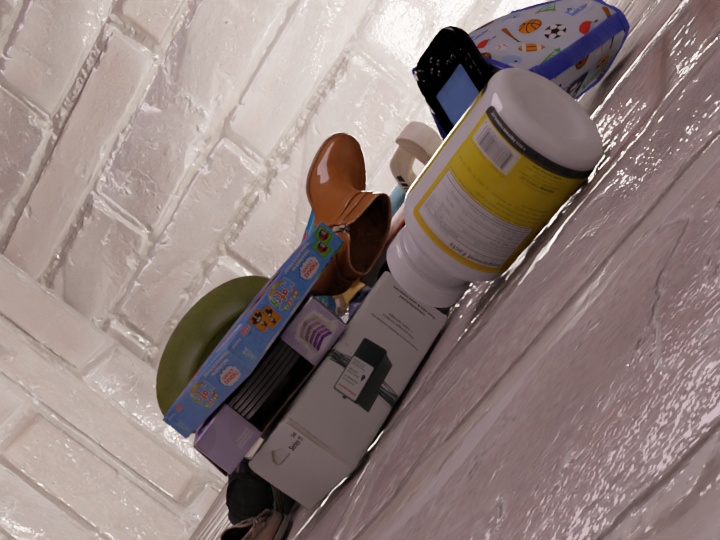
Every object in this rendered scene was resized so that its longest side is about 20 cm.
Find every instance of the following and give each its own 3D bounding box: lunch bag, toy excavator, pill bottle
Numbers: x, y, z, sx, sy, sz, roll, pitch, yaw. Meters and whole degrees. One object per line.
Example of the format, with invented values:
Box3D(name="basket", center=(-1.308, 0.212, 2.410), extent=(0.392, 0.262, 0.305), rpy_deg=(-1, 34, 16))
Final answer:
Box3D(name="lunch bag", center=(0.186, -0.227, 1.169), extent=(0.169, 0.125, 0.199), rpy_deg=(-36, 16, -24))
Box3D(name="toy excavator", center=(0.072, -0.097, 1.402), extent=(0.193, 0.200, 0.100), rpy_deg=(-10, 37, 52))
Box3D(name="pill bottle", center=(0.105, -0.063, 0.878), extent=(0.201, 0.112, 0.112), rpy_deg=(-53, 1, 36))

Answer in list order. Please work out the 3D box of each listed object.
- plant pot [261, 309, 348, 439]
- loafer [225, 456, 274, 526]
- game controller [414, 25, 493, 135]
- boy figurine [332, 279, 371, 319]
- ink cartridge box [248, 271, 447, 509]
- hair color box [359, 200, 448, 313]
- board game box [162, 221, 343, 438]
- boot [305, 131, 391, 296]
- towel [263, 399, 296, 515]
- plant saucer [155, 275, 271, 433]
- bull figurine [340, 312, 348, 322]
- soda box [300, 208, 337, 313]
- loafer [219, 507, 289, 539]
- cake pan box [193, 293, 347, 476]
Box3D(name="plant pot", center=(-0.080, 0.137, 1.535), extent=(0.174, 0.201, 0.200), rpy_deg=(-34, 9, 23))
Box3D(name="loafer", center=(-0.129, 0.279, 1.244), extent=(0.201, 0.067, 0.071), rpy_deg=(96, -174, -62))
Box3D(name="game controller", center=(0.127, -0.160, 1.096), extent=(0.042, 0.201, 0.104), rpy_deg=(-26, -12, -22))
Box3D(name="boy figurine", center=(0.000, 0.000, 1.218), extent=(0.064, 0.202, 0.124), rpy_deg=(1, -26, -34))
Box3D(name="ink cartridge box", center=(-0.013, 0.122, 1.031), extent=(0.201, 0.083, 0.147), rpy_deg=(-54, 0, -34))
Box3D(name="hair color box", center=(0.091, -0.044, 1.067), extent=(0.201, 0.101, 0.062), rpy_deg=(-54, 12, 40))
Box3D(name="board game box", center=(-0.104, 0.057, 1.014), extent=(0.151, 0.037, 0.201), rpy_deg=(-45, 7, 45))
Box3D(name="boot", center=(-0.007, -0.070, 1.120), extent=(0.154, 0.073, 0.203), rpy_deg=(157, 123, -67))
Box3D(name="towel", center=(-0.064, 0.174, 1.174), extent=(0.147, 0.021, 0.201), rpy_deg=(-55, -23, -35))
Box3D(name="plant saucer", center=(-0.141, 0.103, 1.168), extent=(0.199, 0.031, 0.202), rpy_deg=(-30, -45, -35))
Box3D(name="bull figurine", center=(-0.091, 0.091, 1.417), extent=(0.121, 0.198, 0.066), rpy_deg=(-43, -51, -42))
Box3D(name="soda box", center=(-0.052, 0.009, 1.299), extent=(0.064, 0.067, 0.203), rpy_deg=(163, 125, -79))
Box3D(name="loafer", center=(-0.124, 0.293, 1.086), extent=(0.072, 0.063, 0.200), rpy_deg=(-53, 1, 12))
Box3D(name="cake pan box", center=(-0.094, 0.106, 1.050), extent=(0.185, 0.052, 0.200), rpy_deg=(-53, 6, -2))
